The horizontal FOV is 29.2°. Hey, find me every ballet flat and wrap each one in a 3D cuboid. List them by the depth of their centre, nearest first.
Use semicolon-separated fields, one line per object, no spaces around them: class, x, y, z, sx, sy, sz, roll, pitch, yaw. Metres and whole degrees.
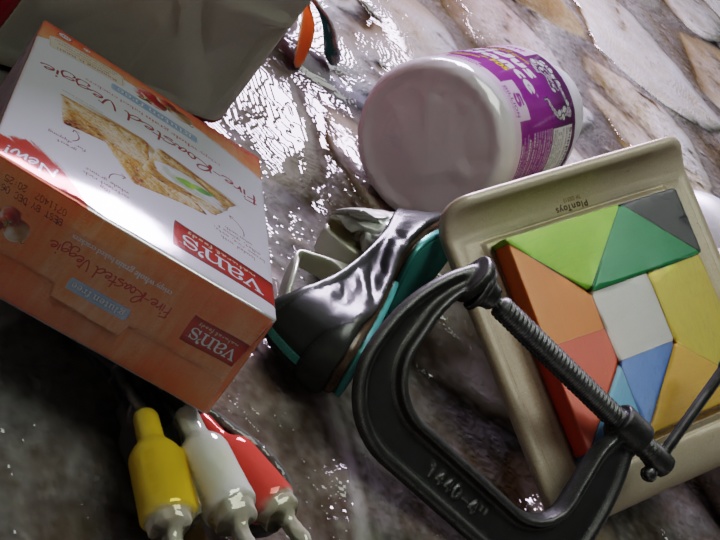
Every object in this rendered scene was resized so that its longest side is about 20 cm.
ballet flat;0.000;0.000;0.774;0.068;0.068;0.200;33;27;6

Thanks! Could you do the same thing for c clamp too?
c clamp;0.092;0.068;0.732;0.200;0.171;0.027;37;-16;-22

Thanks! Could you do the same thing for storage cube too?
storage cube;-0.127;-0.219;0.791;0.200;0.171;0.180;12;41;-45

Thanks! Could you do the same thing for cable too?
cable;-0.085;0.048;0.603;0.097;0.050;0.200;4;47;-48

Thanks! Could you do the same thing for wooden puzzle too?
wooden puzzle;0.155;0.032;0.810;0.185;0.037;0.200;-17;86;-28

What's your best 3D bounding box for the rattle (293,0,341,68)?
rattle;-0.041;-0.261;1.010;0.130;0.143;0.200;40;15;-50

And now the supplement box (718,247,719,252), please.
supplement box;0.292;0.089;0.940;0.200;0.073;0.126;65;24;-16

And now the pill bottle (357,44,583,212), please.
pill bottle;0.089;-0.103;0.980;0.112;0.112;0.200;48;28;9

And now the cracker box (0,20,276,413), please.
cracker box;-0.111;-0.033;0.633;0.134;0.058;0.200;32;18;-19

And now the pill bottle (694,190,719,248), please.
pill bottle;0.276;-0.001;1.087;0.200;0.112;0.113;10;42;-47
